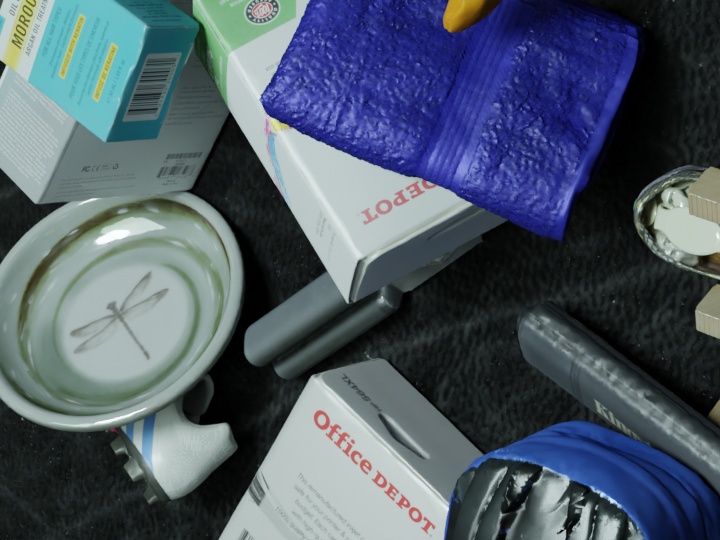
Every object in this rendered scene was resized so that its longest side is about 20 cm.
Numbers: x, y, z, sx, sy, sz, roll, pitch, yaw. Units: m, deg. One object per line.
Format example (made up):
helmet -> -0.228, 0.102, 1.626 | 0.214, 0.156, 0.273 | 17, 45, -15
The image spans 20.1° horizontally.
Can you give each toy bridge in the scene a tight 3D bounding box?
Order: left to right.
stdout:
toy bridge -> 0.221, 0.029, 1.127 | 0.067, 0.027, 0.200 | 22, 142, 33

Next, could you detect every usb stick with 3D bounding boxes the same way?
usb stick -> 0.169, 0.085, 1.214 | 0.200, 0.033, 0.056 | 39, 153, 35

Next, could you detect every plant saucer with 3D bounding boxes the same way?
plant saucer -> -0.169, 0.033, 1.430 | 0.199, 0.050, 0.201 | -10, 55, 14

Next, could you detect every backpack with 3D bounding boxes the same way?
backpack -> 0.128, 0.190, 1.194 | 0.162, 0.168, 0.201 | 17, 112, 32

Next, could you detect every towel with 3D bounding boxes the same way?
towel -> 0.057, -0.120, 1.189 | 0.199, 0.050, 0.148 | 22, 70, 3

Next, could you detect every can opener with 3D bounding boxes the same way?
can opener -> 0.000, 0.000, 1.350 | 0.200, 0.053, 0.067 | -35, 44, 36

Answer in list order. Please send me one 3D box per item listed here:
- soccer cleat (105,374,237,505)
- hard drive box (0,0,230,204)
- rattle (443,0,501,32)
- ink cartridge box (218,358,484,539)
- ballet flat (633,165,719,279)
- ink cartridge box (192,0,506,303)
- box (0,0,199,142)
soccer cleat -> -0.157, 0.084, 1.469 | 0.086, 0.070, 0.200 | -32, 52, -8
hard drive box -> -0.147, -0.150, 1.362 | 0.077, 0.156, 0.200 | 43, 119, 25
rattle -> 0.168, -0.166, 1.116 | 0.199, 0.130, 0.143 | 21, 89, -12
ink cartridge box -> -0.004, 0.181, 1.347 | 0.146, 0.084, 0.200 | 43, 119, 24
ballet flat -> 0.240, -0.010, 1.146 | 0.200, 0.072, 0.072 | 19, 108, 33
ink cartridge box -> 0.007, -0.103, 1.250 | 0.200, 0.145, 0.088 | 57, 166, 16
box -> -0.194, -0.165, 1.266 | 0.200, 0.049, 0.082 | 37, 117, 28
